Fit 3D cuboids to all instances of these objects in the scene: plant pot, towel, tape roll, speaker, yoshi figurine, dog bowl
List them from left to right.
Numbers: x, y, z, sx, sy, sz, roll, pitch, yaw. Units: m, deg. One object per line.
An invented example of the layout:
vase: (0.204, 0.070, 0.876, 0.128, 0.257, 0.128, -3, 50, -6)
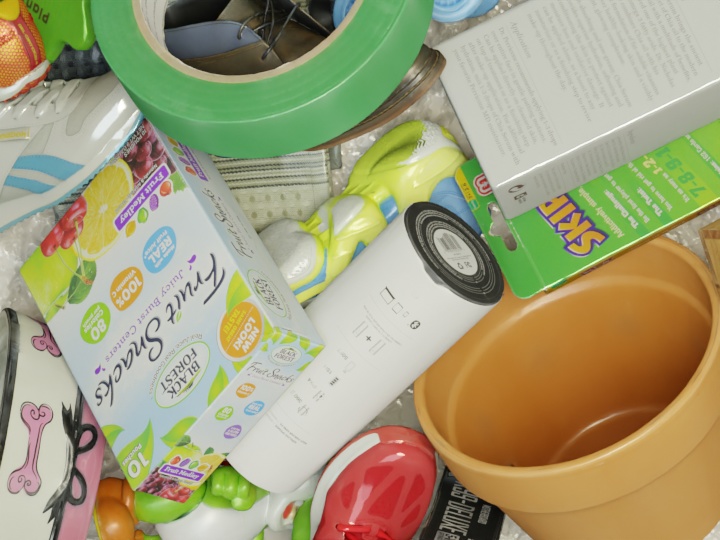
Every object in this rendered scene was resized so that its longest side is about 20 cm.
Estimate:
dog bowl: (-0.217, 0.129, 1.652, 0.073, 0.200, 0.201, 11, 109, -14)
towel: (-0.114, -0.113, 1.645, 0.198, 0.035, 0.194, -4, 102, 14)
yoshi figurine: (-0.070, 0.171, 1.655, 0.199, 0.112, 0.113, -13, 87, -7)
tape roll: (-0.058, -0.165, 1.489, 0.199, 0.048, 0.202, -6, 64, 13)
speaker: (-0.006, 0.050, 1.555, 0.081, 0.081, 0.200, 43, 119, -4)
plant pot: (0.149, 0.093, 1.571, 0.199, 0.201, 0.140, -17, 130, 15)

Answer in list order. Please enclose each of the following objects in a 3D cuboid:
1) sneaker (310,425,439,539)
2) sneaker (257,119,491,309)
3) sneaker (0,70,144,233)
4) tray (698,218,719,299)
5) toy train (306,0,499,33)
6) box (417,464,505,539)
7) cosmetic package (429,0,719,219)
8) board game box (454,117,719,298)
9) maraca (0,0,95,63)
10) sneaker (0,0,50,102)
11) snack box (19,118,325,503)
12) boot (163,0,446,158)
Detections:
sneaker: (-0.004, 0.199, 1.565, 0.078, 0.116, 0.201, 16, 122, -18)
sneaker: (0.000, 0.000, 1.605, 0.200, 0.076, 0.105, -38, 117, 12)
sneaker: (-0.209, -0.086, 1.606, 0.199, 0.077, 0.081, -27, 109, 30)
tray: (0.300, -0.018, 1.525, 0.199, 0.037, 0.099, -26, 103, -25)
toy train: (0.049, -0.209, 1.558, 0.199, 0.087, 0.115, -19, 93, 18)
box: (0.049, 0.227, 1.618, 0.049, 0.200, 0.159, 15, 108, 5)
cosmetic package: (0.153, -0.124, 1.526, 0.199, 0.071, 0.102, -25, 72, 4)
board game box: (0.165, -0.065, 1.563, 0.199, 0.030, 0.096, -27, 78, -1)
maraca: (-0.186, -0.229, 1.579, 0.137, 0.107, 0.201, 37, 119, 34)
sneaker: (-0.278, -0.154, 1.615, 0.199, 0.073, 0.078, 2, 122, 35)
snack box: (-0.121, 0.022, 1.576, 0.142, 0.053, 0.200, -49, 51, 20)
boot: (-0.045, -0.128, 1.526, 0.199, 0.075, 0.097, -10, 126, 41)
